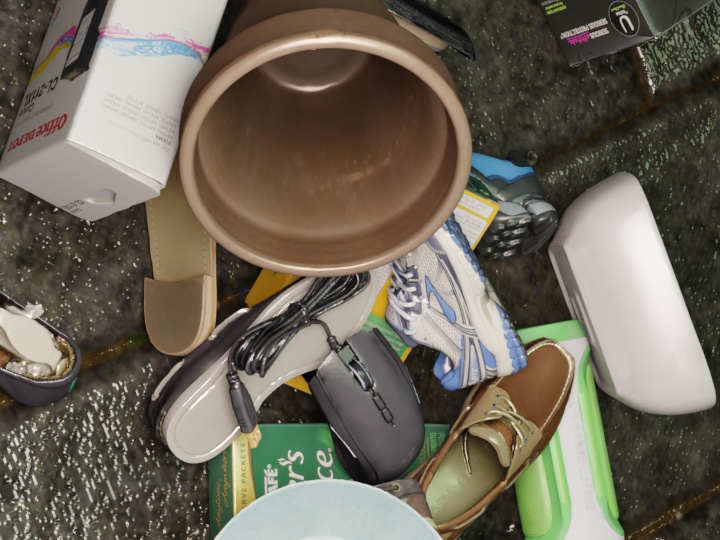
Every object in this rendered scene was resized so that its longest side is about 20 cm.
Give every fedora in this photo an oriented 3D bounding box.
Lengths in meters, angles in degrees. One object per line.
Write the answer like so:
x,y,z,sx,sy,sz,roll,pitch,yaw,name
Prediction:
-0.011,-0.185,1.676,0.200,0.201,0.092,26,100,-26,fedora

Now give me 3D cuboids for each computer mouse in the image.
-0.018,0.102,1.583,0.140,0.046,0.201,-34,127,-22,computer mouse

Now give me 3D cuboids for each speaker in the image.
0.159,0.145,1.755,0.088,0.088,0.202,-9,87,-32,speaker

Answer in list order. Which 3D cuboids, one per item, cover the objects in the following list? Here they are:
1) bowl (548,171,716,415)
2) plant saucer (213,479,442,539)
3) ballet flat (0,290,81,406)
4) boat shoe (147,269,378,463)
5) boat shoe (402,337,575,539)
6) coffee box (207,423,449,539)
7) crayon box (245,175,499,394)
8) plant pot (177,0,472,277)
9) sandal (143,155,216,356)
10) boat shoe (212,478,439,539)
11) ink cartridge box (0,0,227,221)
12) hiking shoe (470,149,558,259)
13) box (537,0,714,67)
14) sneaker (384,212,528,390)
0.212,0.027,1.758,0.074,0.200,0.201,-20,91,-2,bowl
-0.025,0.247,1.511,0.199,0.039,0.203,2,81,-11,plant saucer
-0.275,0.026,1.513,0.200,0.073,0.073,37,65,-22,ballet flat
-0.074,0.058,1.598,0.200,0.060,0.074,-45,125,-6,boat shoe
0.101,0.135,1.657,0.076,0.074,0.200,39,70,-2,boat shoe
-0.022,0.178,1.662,0.199,0.044,0.124,4,82,-31,coffee box
0.000,0.000,1.659,0.125,0.052,0.201,24,106,-27,crayon box
-0.028,-0.125,1.520,0.199,0.200,0.175,30,30,-25,plant pot
-0.117,-0.041,1.636,0.070,0.077,0.214,12,82,-62,sandal
-0.043,0.195,1.578,0.199,0.072,0.066,-10,57,-8,boat shoe
-0.172,-0.151,1.556,0.082,0.145,0.201,25,70,-25,ink cartridge box
0.058,-0.056,1.744,0.199,0.075,0.087,1,53,-25,hiking shoe
0.217,-0.301,1.834,0.148,0.124,0.201,-33,101,-30,box
0.052,0.015,1.613,0.085,0.077,0.201,-28,120,5,sneaker
